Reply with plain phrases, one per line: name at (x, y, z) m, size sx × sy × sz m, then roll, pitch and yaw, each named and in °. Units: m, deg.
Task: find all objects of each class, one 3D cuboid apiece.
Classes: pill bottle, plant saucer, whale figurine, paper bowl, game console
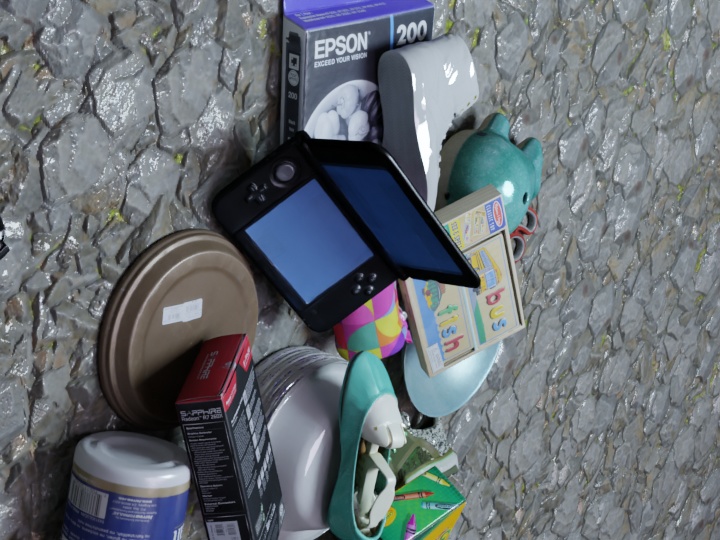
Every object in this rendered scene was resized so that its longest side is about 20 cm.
pill bottle at (-0.222, 0.260, 1.382) m, size 0.110 × 0.110 × 0.203 m, roll -3°, pitch 108°, yaw -51°
plant saucer at (-0.166, 0.061, 1.435) m, size 0.199 × 0.029 × 0.202 m, roll -25°, pitch 124°, yaw -43°
plant saucer at (0.102, 0.071, 1.769) m, size 0.200 × 0.038 × 0.203 m, roll -26°, pitch 126°, yaw -43°
whale figurine at (0.165, -0.099, 1.718) m, size 0.199 × 0.103 × 0.161 m, roll -17°, pitch 115°, yaw -51°
paper bowl at (-0.052, 0.188, 1.574) m, size 0.200 × 0.104 × 0.203 m, roll -24°, pitch 123°, yaw -42°
game console at (-0.015, -0.025, 1.433) m, size 0.175 × 0.117 × 0.200 m, roll -36°, pitch 124°, yaw 5°

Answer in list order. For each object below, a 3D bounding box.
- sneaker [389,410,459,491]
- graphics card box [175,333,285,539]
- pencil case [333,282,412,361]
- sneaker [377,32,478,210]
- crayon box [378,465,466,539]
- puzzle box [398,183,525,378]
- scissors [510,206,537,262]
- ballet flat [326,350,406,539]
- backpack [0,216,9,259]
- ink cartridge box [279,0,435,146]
sneaker at (0.036, 0.210, 1.739) m, size 0.199 × 0.076 × 0.090 m, roll -13°, pitch 97°, yaw -52°
graphics card box at (-0.119, 0.178, 1.413) m, size 0.126 × 0.050 × 0.202 m, roll -75°, pitch 156°, yaw -65°
pencil case at (0.000, 0.000, 1.573) m, size 0.088 × 0.088 × 0.202 m, roll -39°, pitch 134°, yaw -34°
sneaker at (0.078, -0.142, 1.548) m, size 0.115 × 0.073 × 0.202 m, roll -27°, pitch 127°, yaw -39°
crayon box at (0.036, 0.321, 1.708) m, size 0.118 × 0.058 × 0.201 m, roll -29°, pitch 153°, yaw -34°
puzzle box at (0.110, 0.014, 1.653) m, size 0.132 × 0.025 × 0.201 m, roll -27°, pitch 132°, yaw -13°
scissors at (0.155, -0.059, 1.802) m, size 0.199 × 0.014 × 0.074 m, roll 20°, pitch 92°, yaw -52°
ballet flat at (0.014, 0.182, 1.510) m, size 0.067 × 0.070 × 0.203 m, roll -9°, pitch 112°, yaw -48°
backpack at (-0.352, -0.076, 1.037) m, size 0.199 × 0.153 × 0.193 m, roll -27°, pitch 134°, yaw -50°
ink cartridge box at (-0.002, -0.213, 1.509) m, size 0.197 × 0.043 × 0.203 m, roll -21°, pitch 120°, yaw -45°
